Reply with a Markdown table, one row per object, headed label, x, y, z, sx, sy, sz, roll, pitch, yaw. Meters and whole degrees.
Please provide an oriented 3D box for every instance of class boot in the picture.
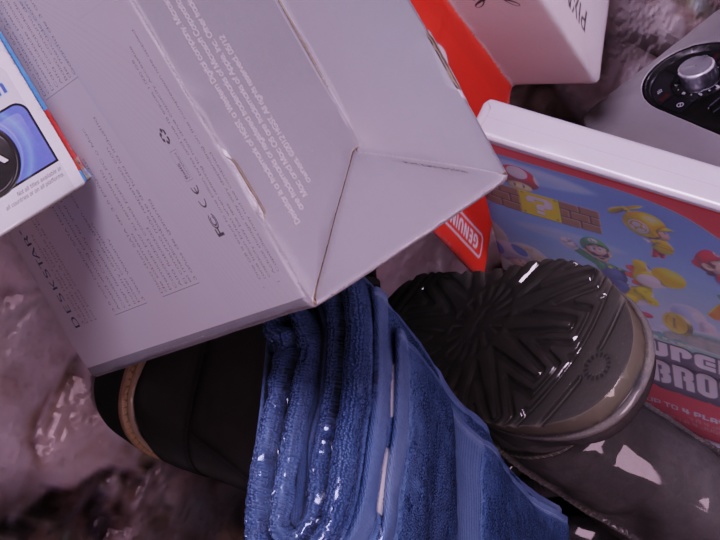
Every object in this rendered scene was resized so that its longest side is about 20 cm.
| label | x | y | z | sx | sy | sz | roll | pitch | yaw |
| --- | --- | --- | --- | --- | --- | --- | --- | --- | --- |
| boot | 0.112 | 0.076 | 0.868 | 0.200 | 0.182 | 0.073 | 41 | 80 | -23 |
| boot | 0.000 | 0.000 | 0.846 | 0.077 | 0.138 | 0.201 | 29 | 88 | -43 |

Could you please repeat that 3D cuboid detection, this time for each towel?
| label | x | y | z | sx | sy | sz | roll | pitch | yaw |
| --- | --- | --- | --- | --- | --- | --- | --- | --- | --- |
| towel | 0.021 | 0.093 | 0.743 | 0.200 | 0.048 | 0.112 | 55 | 34 | -53 |

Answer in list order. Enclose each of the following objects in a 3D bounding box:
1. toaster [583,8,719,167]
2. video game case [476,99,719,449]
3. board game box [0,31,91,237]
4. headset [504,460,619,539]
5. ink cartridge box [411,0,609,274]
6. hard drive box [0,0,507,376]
| label | x | y | z | sx | sy | sz | roll | pitch | yaw |
| --- | --- | --- | --- | --- | --- | --- | --- | --- | --- |
| toaster | 0.210 | -0.024 | 0.972 | 0.180 | 0.118 | 0.201 | -36 | 123 | -21 |
| video game case | 0.120 | 0.015 | 0.859 | 0.018 | 0.142 | 0.200 | -62 | 158 | -23 |
| board game box | -0.213 | -0.057 | 0.645 | 0.199 | 0.056 | 0.197 | -33 | 97 | -24 |
| headset | 0.074 | 0.090 | 1.007 | 0.200 | 0.093 | 0.124 | -33 | 123 | -43 |
| ink cartridge box | 0.039 | -0.113 | 0.817 | 0.200 | 0.043 | 0.175 | 43 | 51 | -58 |
| hard drive box | -0.063 | -0.060 | 0.696 | 0.077 | 0.200 | 0.157 | -32 | 97 | -25 |
